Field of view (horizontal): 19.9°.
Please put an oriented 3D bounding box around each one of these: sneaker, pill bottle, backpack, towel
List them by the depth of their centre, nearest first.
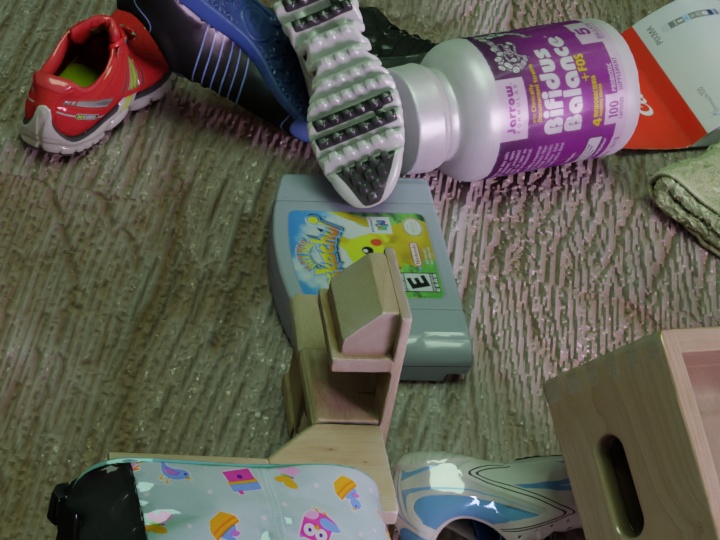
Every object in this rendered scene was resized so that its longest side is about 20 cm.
[{"bbox_3d":[-0.071,0.193,1.140,0.198,0.177,0.154,-4,47,-29],"label":"backpack"},{"bbox_3d":[0.110,0.153,1.326,0.198,0.072,0.073,2,82,-24],"label":"sneaker"},{"bbox_3d":[-0.010,-0.133,1.556,0.074,0.081,0.202,-15,65,1],"label":"sneaker"},{"bbox_3d":[-0.194,-0.167,1.595,0.076,0.085,0.200,21,41,10],"label":"sneaker"},{"bbox_3d":[-0.103,-0.168,1.598,0.200,0.078,0.070,47,40,-23],"label":"sneaker"},{"bbox_3d":[0.112,-0.131,1.610,0.198,0.113,0.113,-12,46,-26],"label":"pill bottle"},{"bbox_3d":[0.340,-0.040,1.620,0.148,0.037,0.200,-26,53,-38],"label":"towel"},{"bbox_3d":[0.023,-0.180,1.685,0.198,0.060,0.105,-9,49,-18],"label":"sneaker"}]

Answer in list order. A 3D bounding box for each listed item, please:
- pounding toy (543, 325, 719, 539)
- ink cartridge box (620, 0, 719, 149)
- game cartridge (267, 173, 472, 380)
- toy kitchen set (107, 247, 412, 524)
[{"bbox_3d":[0.199,0.152,1.266,0.183,0.142,0.202,-1,71,-44],"label":"pounding toy"},{"bbox_3d":[0.282,-0.173,1.751,0.198,0.048,0.161,-4,43,-22],"label":"ink cartridge box"},{"bbox_3d":[0.000,0.000,1.491,0.132,0.041,0.201,-2,42,-11],"label":"game cartridge"},{"bbox_3d":[-0.070,0.074,1.277,0.178,0.164,0.201,3,38,-12],"label":"toy kitchen set"}]
